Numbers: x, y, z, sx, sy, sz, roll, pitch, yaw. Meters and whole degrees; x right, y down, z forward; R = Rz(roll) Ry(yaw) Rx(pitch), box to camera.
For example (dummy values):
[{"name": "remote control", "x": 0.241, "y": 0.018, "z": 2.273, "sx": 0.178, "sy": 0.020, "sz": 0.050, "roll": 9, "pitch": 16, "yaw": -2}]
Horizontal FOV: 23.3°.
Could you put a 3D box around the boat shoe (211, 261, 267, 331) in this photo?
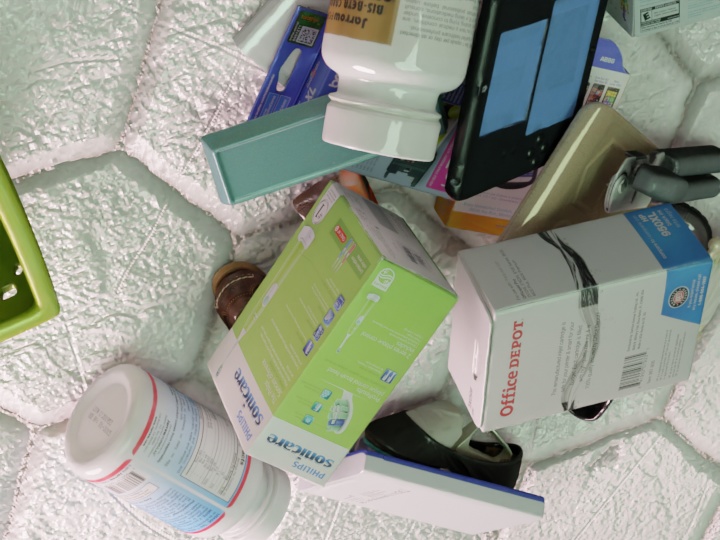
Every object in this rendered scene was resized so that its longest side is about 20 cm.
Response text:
[{"name": "boat shoe", "x": -0.056, "y": 0.070, "z": 1.567, "sx": 0.070, "sy": 0.070, "sz": 0.200, "roll": -47, "pitch": 126, "yaw": 10}]

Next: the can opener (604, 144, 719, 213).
[{"name": "can opener", "x": 0.278, "y": -0.077, "z": 1.548, "sx": 0.200, "sy": 0.066, "sz": 0.053, "roll": -12, "pitch": 127, "yaw": -55}]

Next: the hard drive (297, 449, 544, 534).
[{"name": "hard drive", "x": 0.058, "y": 0.214, "z": 1.675, "sx": 0.199, "sy": 0.025, "sz": 0.132, "roll": 18, "pitch": 158, "yaw": -26}]

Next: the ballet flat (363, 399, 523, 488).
[{"name": "ballet flat", "x": 0.085, "y": 0.164, "z": 1.688, "sx": 0.200, "sy": 0.068, "sz": 0.069, "roll": 26, "pitch": 101, "yaw": -42}]

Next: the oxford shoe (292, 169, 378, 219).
[{"name": "oxford shoe", "x": 0.000, "y": 0.000, "z": 1.549, "sx": 0.073, "sy": 0.071, "sz": 0.201, "roll": -20, "pitch": 119, "yaw": 5}]

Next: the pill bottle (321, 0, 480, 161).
[{"name": "pill bottle", "x": 0.031, "y": -0.190, "z": 1.332, "sx": 0.114, "sy": 0.114, "sz": 0.201, "roll": 8, "pitch": 98, "yaw": -24}]

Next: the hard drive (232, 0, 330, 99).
[{"name": "hard drive", "x": 0.009, "y": -0.221, "z": 1.427, "sx": 0.200, "sy": 0.026, "sz": 0.132, "roll": -45, "pitch": 125, "yaw": 11}]

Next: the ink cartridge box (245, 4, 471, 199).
[{"name": "ink cartridge box", "x": 0.017, "y": -0.136, "z": 1.444, "sx": 0.199, "sy": 0.042, "sz": 0.120, "roll": 15, "pitch": 118, "yaw": -24}]

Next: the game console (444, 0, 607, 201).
[{"name": "game console", "x": 0.139, "y": -0.165, "z": 1.405, "sx": 0.177, "sy": 0.031, "sz": 0.201, "roll": -29, "pitch": 136, "yaw": -50}]

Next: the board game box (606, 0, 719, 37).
[{"name": "board game box", "x": 0.278, "y": -0.309, "z": 1.445, "sx": 0.147, "sy": 0.064, "sz": 0.201, "roll": -15, "pitch": 127, "yaw": -11}]

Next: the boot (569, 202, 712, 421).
[{"name": "boot", "x": 0.259, "y": 0.043, "z": 1.609, "sx": 0.070, "sy": 0.132, "sz": 0.201, "roll": 25, "pitch": 125, "yaw": 14}]

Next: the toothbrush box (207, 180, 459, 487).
[{"name": "toothbrush box", "x": -0.027, "y": 0.051, "z": 1.436, "sx": 0.086, "sy": 0.146, "sz": 0.200, "roll": 28, "pitch": 105, "yaw": -30}]

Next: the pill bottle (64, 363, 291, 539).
[{"name": "pill bottle", "x": -0.160, "y": 0.174, "z": 1.571, "sx": 0.109, "sy": 0.109, "sz": 0.200, "roll": -46, "pitch": 126, "yaw": 12}]

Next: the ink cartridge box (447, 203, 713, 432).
[{"name": "ink cartridge box", "x": 0.181, "y": 0.039, "z": 1.467, "sx": 0.199, "sy": 0.084, "sz": 0.145, "roll": -13, "pitch": 134, "yaw": -15}]

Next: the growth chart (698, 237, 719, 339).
[{"name": "growth chart", "x": 0.322, "y": 0.027, "z": 1.638, "sx": 0.145, "sy": 0.018, "sz": 0.200, "roll": -62, "pitch": 162, "yaw": 16}]

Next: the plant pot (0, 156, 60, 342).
[{"name": "plant pot", "x": -0.358, "y": -0.050, "z": 1.308, "sx": 0.199, "sy": 0.182, "sz": 0.200, "roll": -21, "pitch": 126, "yaw": -6}]

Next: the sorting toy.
[{"name": "sorting toy", "x": 0.192, "y": -0.048, "z": 1.550, "sx": 0.186, "sy": 0.036, "sz": 0.200, "roll": -58, "pitch": 149, "yaw": 5}]

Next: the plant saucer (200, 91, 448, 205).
[{"name": "plant saucer", "x": -0.026, "y": -0.108, "z": 1.415, "sx": 0.199, "sy": 0.019, "sz": 0.070, "roll": -19, "pitch": 128, "yaw": -4}]

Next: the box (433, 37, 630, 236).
[{"name": "box", "x": 0.154, "y": -0.123, "z": 1.537, "sx": 0.119, "sy": 0.042, "sz": 0.201, "roll": 9, "pitch": 116, "yaw": -25}]
